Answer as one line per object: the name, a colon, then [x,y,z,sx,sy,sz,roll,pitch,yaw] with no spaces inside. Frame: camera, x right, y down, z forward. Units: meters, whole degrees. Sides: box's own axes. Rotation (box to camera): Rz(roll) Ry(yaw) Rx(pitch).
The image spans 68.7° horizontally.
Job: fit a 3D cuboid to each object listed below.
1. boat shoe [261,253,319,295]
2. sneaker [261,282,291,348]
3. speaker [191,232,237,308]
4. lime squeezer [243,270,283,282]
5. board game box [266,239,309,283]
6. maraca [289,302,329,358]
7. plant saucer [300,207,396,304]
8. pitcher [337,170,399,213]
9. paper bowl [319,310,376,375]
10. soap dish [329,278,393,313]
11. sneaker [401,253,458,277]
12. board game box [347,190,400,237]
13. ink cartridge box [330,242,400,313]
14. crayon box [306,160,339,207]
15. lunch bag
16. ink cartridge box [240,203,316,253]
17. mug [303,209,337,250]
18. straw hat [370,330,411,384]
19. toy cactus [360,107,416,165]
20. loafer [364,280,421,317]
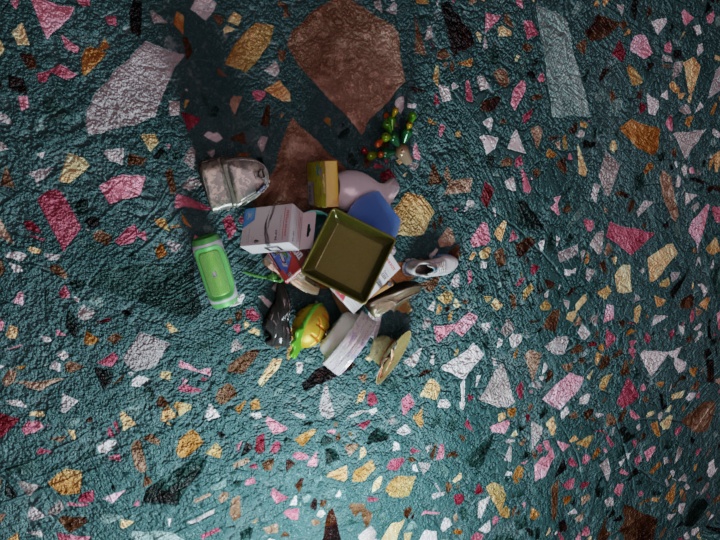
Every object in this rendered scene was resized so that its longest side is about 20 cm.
boat shoe: [-0.195,0.002,1.571,0.199,0.074,0.070,34,94,-21]
sneaker: [-0.252,0.138,1.581,0.089,0.076,0.204,-1,98,-11]
speaker: [-0.410,0.002,1.489,0.087,0.088,0.203,-18,106,-15]
lime squeezer: [-0.241,0.004,1.508,0.197,0.038,0.071,-20,111,15]
board game box: [-0.218,-0.071,1.492,0.103,0.201,0.019,-39,153,6]
maraca: [-0.159,0.177,1.572,0.106,0.200,0.139,19,127,15]
plant saucer: [-0.032,-0.036,1.429,0.198,0.048,0.202,26,81,5]
pitcher: [0.001,-0.209,1.586,0.197,0.121,0.174,3,114,-31]
paper bowl: [-0.048,0.207,1.599,0.104,0.201,0.202,37,87,-1]
soap dish: [-0.002,0.023,1.640,0.198,0.081,0.159,-29,109,-11]
sneaker: [0.239,-0.007,1.718,0.197,0.087,0.076,-10,102,-19]
board game box: [0.026,-0.139,1.561,0.158,0.039,0.200,-47,128,-5]
ink cartridge box: [0.000,0.000,1.525,0.200,0.083,0.147,-44,133,-6]
crayon box: [-0.104,-0.243,1.487,0.050,0.200,0.129,-5,101,-18]
lunch bag: [-0.336,-0.242,1.406,0.166,0.200,0.141,-19,107,-14]
ink cartridge box: [-0.228,-0.117,1.462,0.197,0.067,0.118,-4,71,22]
mug: [-0.129,-0.100,1.548,0.183,0.114,0.154,24,96,19]
straw hat: [0.076,0.259,1.708,0.084,0.201,0.203,30,89,21]
toy cactus: [0.101,-0.389,1.605,0.201,0.102,0.165,-49,130,-7]
loafer: [0.108,0.092,1.701,0.197,0.076,0.068,-20,108,-4]
